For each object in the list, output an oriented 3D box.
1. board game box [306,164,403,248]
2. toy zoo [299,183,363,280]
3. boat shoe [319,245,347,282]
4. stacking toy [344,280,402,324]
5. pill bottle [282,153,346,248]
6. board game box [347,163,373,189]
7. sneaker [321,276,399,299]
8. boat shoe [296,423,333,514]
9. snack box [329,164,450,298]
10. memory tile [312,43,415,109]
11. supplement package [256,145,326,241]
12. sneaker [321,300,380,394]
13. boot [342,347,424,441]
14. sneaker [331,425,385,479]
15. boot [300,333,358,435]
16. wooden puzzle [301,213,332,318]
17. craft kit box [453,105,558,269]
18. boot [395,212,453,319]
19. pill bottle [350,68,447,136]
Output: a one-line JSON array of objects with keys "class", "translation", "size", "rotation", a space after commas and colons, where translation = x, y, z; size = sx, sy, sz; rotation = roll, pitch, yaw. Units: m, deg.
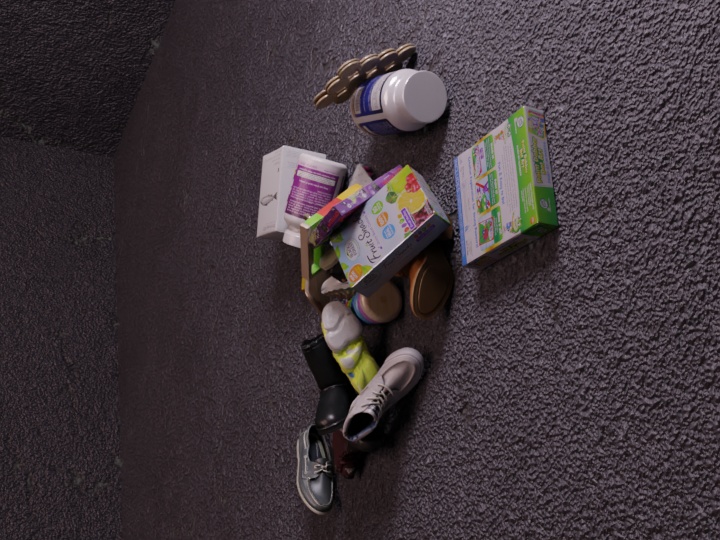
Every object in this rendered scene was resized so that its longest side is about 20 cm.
[{"class": "board game box", "translation": [-0.005, -0.119, 1.699], "size": [0.032, 0.200, 0.120], "rotation": [47, 139, 9]}, {"class": "toy zoo", "translation": [-0.045, -0.083, 1.776], "size": [0.020, 0.200, 0.132], "rotation": [27, 138, 27]}, {"class": "boat shoe", "translation": [0.013, -0.057, 1.720], "size": [0.201, 0.063, 0.074], "rotation": [-42, 27, 19]}, {"class": "stacking toy", "translation": [0.005, 0.079, 1.794], "size": [0.200, 0.085, 0.086], "rotation": [146, 127, -63]}, {"class": "pill bottle", "translation": [-0.107, -0.149, 2.013], "size": [0.112, 0.112, 0.201], "rotation": [27, 103, 61]}, {"class": "board game box", "translation": [0.003, -0.088, 1.890], "size": [0.200, 0.026, 0.200], "rotation": [-67, 30, 26]}, {"class": "sneaker", "translation": [0.000, 0.000, 1.798], "size": [0.200, 0.076, 0.081], "rotation": [-23, 68, 37]}, {"class": "boat shoe", "translation": [-0.091, 0.406, 1.885], "size": [0.200, 0.073, 0.062], "rotation": [-105, 31, -46]}, {"class": "snack box", "translation": [0.048, -0.069, 1.605], "size": [0.200, 0.053, 0.142], "rotation": [-42, 43, 18]}, {"class": "memory tile", "translation": [0.007, -0.382, 1.796], "size": [0.017, 0.200, 0.153], "rotation": [58, 142, 9]}, {"class": "supplement package", "translation": [-0.161, -0.173, 2.129], "size": [0.117, 0.117, 0.201], "rotation": [-12, 73, 59]}, {"class": "sneaker", "translation": [-0.020, 0.159, 1.761], "size": [0.105, 0.076, 0.201], "rotation": [97, 150, -74]}, {"class": "boot", "translation": [0.040, 0.228, 1.628], "size": [0.200, 0.073, 0.096], "rotation": [-54, 3, 33]}, {"class": "sneaker", "translation": [-0.007, 0.350, 1.752], "size": [0.200, 0.075, 0.116], "rotation": [-168, 81, -73]}, {"class": "boot", "translation": [-0.065, 0.211, 1.752], "size": [0.198, 0.073, 0.163], "rotation": [-42, -69, -73]}, {"class": "wooden puzzle", "translation": [-0.091, 0.007, 1.910], "size": [0.185, 0.037, 0.201], "rotation": [63, -159, -62]}, {"class": "craft kit box", "translation": [0.226, -0.127, 1.456], "size": [0.197, 0.048, 0.201], "rotation": [-37, 51, 57]}, {"class": "boot", "translation": [0.098, -0.001, 1.638], "size": [0.155, 0.073, 0.201], "rotation": [-17, 55, 59]}, {"class": "pill bottle", "translation": [0.071, -0.317, 1.725], "size": [0.200, 0.115, 0.116], "rotation": [9, 90, 63]}]
